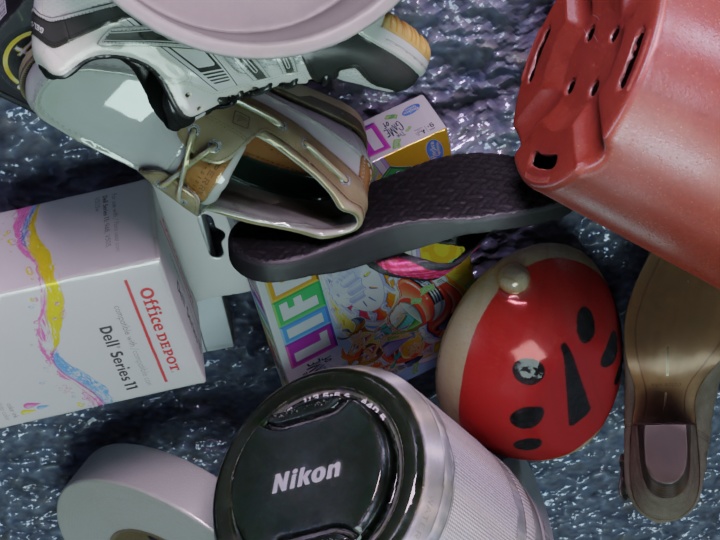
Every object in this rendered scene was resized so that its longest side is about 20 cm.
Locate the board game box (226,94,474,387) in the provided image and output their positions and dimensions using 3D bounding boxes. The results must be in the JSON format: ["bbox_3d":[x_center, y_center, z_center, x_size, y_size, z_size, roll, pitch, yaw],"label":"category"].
[{"bbox_3d":[0.000,0.000,1.141,0.134,0.034,0.201,-25,139,-9],"label":"board game box"}]

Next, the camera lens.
[{"bbox_3d":[0.016,0.162,1.161,0.159,0.161,0.200,-26,144,18],"label":"camera lens"}]

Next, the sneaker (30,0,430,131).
[{"bbox_3d":[-0.065,-0.107,0.912,0.198,0.076,0.088,13,91,-17],"label":"sneaker"}]

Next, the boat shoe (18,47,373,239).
[{"bbox_3d":[-0.080,-0.070,0.977,0.199,0.069,0.075,12,135,-26],"label":"boat shoe"}]

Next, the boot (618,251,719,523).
[{"bbox_3d":[0.206,0.066,1.239,0.070,0.202,0.146,10,175,9],"label":"boot"}]

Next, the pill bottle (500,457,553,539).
[{"bbox_3d":[0.034,0.198,1.344,0.199,0.105,0.104,-20,138,11],"label":"pill bottle"}]

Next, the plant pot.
[{"bbox_3d":[0.200,-0.080,1.016,0.194,0.202,0.201,21,131,-19],"label":"plant pot"}]

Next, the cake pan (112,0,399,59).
[{"bbox_3d":[-0.052,-0.196,0.852,0.198,0.202,0.037,6,180,-18],"label":"cake pan"}]

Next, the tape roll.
[{"bbox_3d":[-0.118,0.202,1.283,0.202,0.037,0.204,25,143,20],"label":"tape roll"}]

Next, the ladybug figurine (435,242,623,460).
[{"bbox_3d":[0.115,0.060,1.199,0.135,0.072,0.200,-39,147,-8],"label":"ladybug figurine"}]

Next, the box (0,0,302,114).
[{"bbox_3d":[-0.092,-0.144,0.979,0.161,0.049,0.200,25,128,-37],"label":"box"}]

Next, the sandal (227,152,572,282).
[{"bbox_3d":[0.024,-0.021,1.051,0.198,0.075,0.045,-14,122,-10],"label":"sandal"}]

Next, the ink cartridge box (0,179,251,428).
[{"bbox_3d":[-0.161,0.020,1.094,0.198,0.068,0.118,-13,138,2],"label":"ink cartridge box"}]

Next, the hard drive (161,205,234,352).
[{"bbox_3d":[-0.186,0.016,1.156,0.198,0.027,0.132,-9,138,0],"label":"hard drive"}]
